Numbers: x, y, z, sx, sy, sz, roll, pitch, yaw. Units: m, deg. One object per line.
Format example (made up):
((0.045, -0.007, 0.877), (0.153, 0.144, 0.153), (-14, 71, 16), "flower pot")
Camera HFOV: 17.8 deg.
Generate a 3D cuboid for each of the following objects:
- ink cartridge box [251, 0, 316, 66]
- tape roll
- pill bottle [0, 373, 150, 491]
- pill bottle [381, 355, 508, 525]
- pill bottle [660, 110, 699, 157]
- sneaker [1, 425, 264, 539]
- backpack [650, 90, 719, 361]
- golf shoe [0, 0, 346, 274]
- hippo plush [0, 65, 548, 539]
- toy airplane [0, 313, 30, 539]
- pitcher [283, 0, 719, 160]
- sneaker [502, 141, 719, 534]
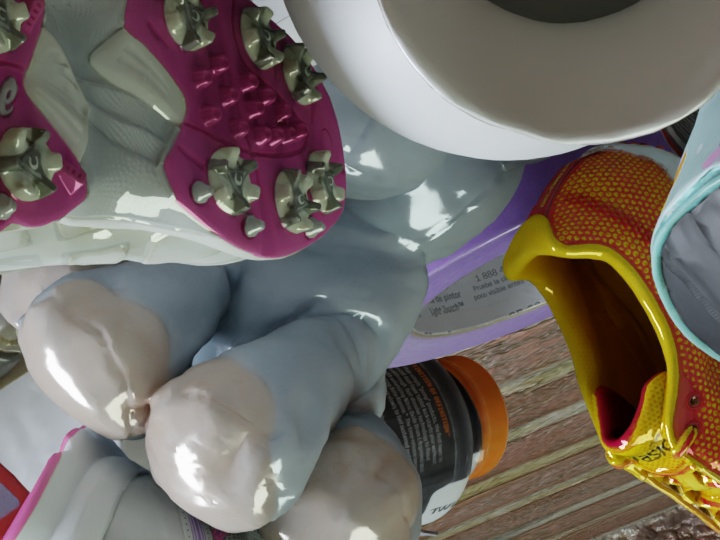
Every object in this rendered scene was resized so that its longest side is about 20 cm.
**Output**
((-0.118, -0.054, 0.632), (0.200, 0.045, 0.176), (-28, 165, 19), "ink cartridge box")
((0.071, -0.029, 0.999), (0.200, 0.066, 0.200), (-23, 167, -6), "tape roll")
((-0.113, 0.087, 1.030), (0.109, 0.110, 0.200), (-26, 166, 9), "pill bottle")
((-0.012, 0.097, 1.242), (0.200, 0.107, 0.106), (-11, 162, -41), "pill bottle")
((0.151, -0.095, 0.779), (0.114, 0.114, 0.200), (-25, 167, 3), "pill bottle")
((-0.054, 0.114, 0.781), (0.082, 0.088, 0.200), (-59, 164, 0), "sneaker")
((0.184, -0.016, 0.606), (0.199, 0.154, 0.176), (24, 154, -16), "backpack")
((-0.081, -0.033, 0.569), (0.091, 0.076, 0.200), (-15, 169, 33), "golf shoe")
((0.000, 0.000, 0.751), (0.200, 0.159, 0.161), (29, 101, -42), "hippo plush")
((-0.202, 0.075, 0.845), (0.198, 0.142, 0.200), (-14, -157, 3), "toy airplane")
((0.045, -0.112, 0.549), (0.121, 0.172, 0.200), (13, -179, -4), "pitcher")
((0.113, 0.055, 0.738), (0.077, 0.200, 0.073), (-43, -172, -33), "sneaker")
